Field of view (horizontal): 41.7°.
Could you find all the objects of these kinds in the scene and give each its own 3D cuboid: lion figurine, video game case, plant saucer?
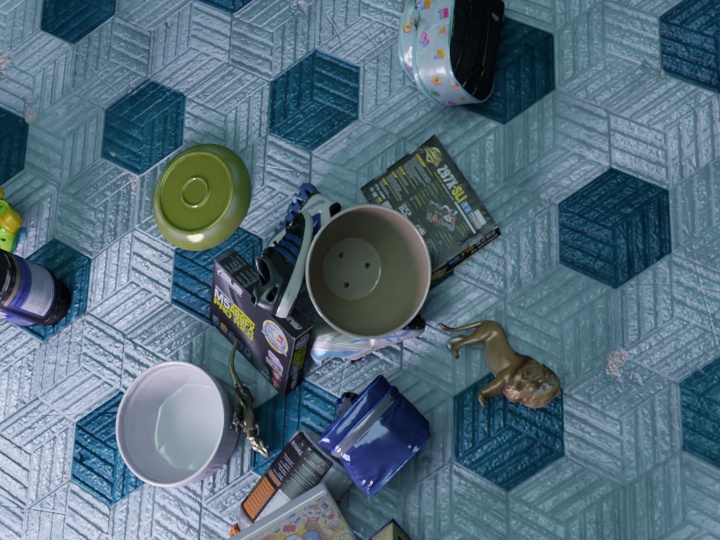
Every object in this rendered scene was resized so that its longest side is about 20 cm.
[{"bbox_3d":[0.214,0.135,1.462,0.121,0.073,0.202,-31,65,0],"label":"lion figurine"},{"bbox_3d":[-0.102,0.433,1.419,0.198,0.184,0.023,-30,31,-5],"label":"video game case"},{"bbox_3d":[-0.293,-0.138,1.706,0.196,0.031,0.205,-4,75,15],"label":"plant saucer"}]

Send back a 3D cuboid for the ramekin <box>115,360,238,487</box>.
[{"bbox_3d":[-0.293,0.257,1.567,0.196,0.105,0.205,-4,76,16],"label":"ramekin"}]

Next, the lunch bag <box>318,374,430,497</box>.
[{"bbox_3d":[0.018,0.237,1.433,0.136,0.200,0.133,-43,87,0],"label":"lunch bag"}]

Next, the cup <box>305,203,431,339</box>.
[{"bbox_3d":[0.000,0.000,1.497,0.196,0.143,0.205,0,92,-12],"label":"cup"}]

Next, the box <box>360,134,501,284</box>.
[{"bbox_3d":[0.114,-0.098,1.562,0.158,0.049,0.202,-34,69,4],"label":"box"}]

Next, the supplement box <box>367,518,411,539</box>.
[{"bbox_3d":[0.017,0.497,1.342,0.199,0.200,0.135,-41,92,3],"label":"supplement box"}]

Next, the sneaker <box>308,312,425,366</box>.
[{"bbox_3d":[0.011,0.109,1.539,0.196,0.072,0.074,-10,114,6],"label":"sneaker"}]

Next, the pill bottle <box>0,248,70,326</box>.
[{"bbox_3d":[-0.602,0.036,1.665,0.109,0.200,0.114,-4,75,15],"label":"pill bottle"}]

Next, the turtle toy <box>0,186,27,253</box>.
[{"bbox_3d":[-0.705,-0.090,1.781,0.145,0.101,0.201,-40,68,3],"label":"turtle toy"}]

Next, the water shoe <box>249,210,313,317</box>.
[{"bbox_3d":[-0.124,-0.023,1.485,0.077,0.072,0.203,17,50,-11],"label":"water shoe"}]

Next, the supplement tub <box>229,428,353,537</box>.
[{"bbox_3d":[-0.108,0.360,1.475,0.122,0.122,0.201,38,90,22],"label":"supplement tub"}]

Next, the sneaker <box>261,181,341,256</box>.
[{"bbox_3d":[-0.087,-0.043,1.592,0.113,0.081,0.203,21,82,23],"label":"sneaker"}]

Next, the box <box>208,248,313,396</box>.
[{"bbox_3d":[-0.167,0.086,1.545,0.044,0.162,0.200,-33,64,-33],"label":"box"}]

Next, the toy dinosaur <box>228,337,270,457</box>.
[{"bbox_3d":[-0.191,0.214,1.532,0.046,0.088,0.204,-13,91,0],"label":"toy dinosaur"}]

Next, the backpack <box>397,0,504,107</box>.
[{"bbox_3d":[0.148,-0.373,1.555,0.151,0.175,0.205,-8,74,32],"label":"backpack"}]
